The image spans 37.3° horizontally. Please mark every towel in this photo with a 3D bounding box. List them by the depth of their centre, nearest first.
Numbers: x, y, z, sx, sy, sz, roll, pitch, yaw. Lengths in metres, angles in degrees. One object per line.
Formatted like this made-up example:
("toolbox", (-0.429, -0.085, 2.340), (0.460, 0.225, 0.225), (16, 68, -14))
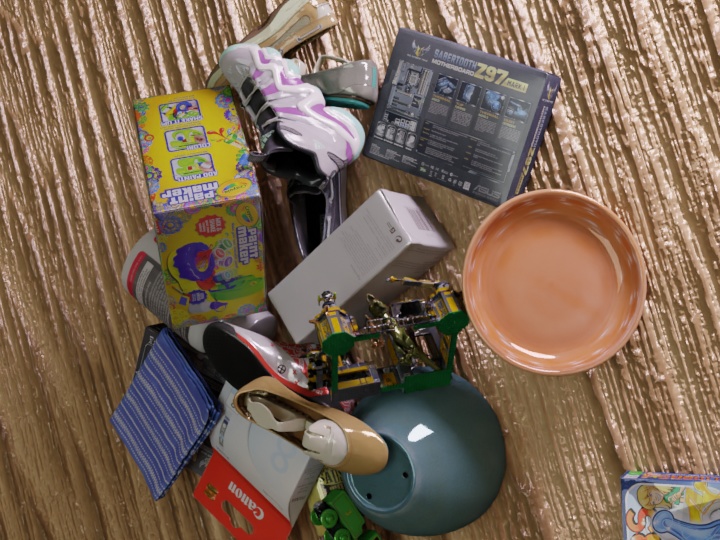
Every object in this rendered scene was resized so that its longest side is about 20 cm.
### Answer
("towel", (-0.260, 0.189, 1.397), (0.145, 0.024, 0.201), (52, 126, 24))

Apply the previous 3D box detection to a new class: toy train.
("toy train", (0.010, 0.351, 1.292), (0.201, 0.056, 0.042), (57, 153, -11))

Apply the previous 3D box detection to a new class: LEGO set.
("LEGO set", (0.023, 0.060, 1.212), (0.198, 0.155, 0.116), (-15, 46, -6))

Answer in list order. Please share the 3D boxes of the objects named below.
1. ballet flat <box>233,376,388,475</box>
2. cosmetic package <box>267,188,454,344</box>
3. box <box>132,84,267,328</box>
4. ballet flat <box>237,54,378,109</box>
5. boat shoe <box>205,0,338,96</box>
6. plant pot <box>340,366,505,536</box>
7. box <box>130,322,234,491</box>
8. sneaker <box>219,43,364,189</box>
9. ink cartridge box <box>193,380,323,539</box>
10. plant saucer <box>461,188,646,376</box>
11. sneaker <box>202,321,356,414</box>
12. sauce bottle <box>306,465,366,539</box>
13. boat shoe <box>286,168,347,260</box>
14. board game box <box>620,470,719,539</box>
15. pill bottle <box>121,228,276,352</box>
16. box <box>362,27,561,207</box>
("ballet flat", (-0.062, 0.180, 1.196), (0.199, 0.063, 0.069), (21, 105, 31))
("cosmetic package", (0.000, 0.000, 1.268), (0.200, 0.113, 0.082), (-40, 69, 23))
("box", (-0.188, -0.075, 1.272), (0.201, 0.121, 0.194), (92, 163, -48))
("ballet flat", (-0.062, -0.228, 1.297), (0.198, 0.067, 0.064), (4, 86, 33))
("boat shoe", (-0.111, -0.267, 1.343), (0.200, 0.072, 0.076), (-38, 91, 27))
("plant pot", (0.053, 0.221, 1.243), (0.198, 0.134, 0.202), (2, 94, 29))
("box", (-0.221, 0.181, 1.441), (0.199, 0.048, 0.160), (23, 105, 26))
("sneaker", (-0.101, -0.168, 1.212), (0.199, 0.140, 0.078), (35, 137, 3))
("ink cartridge box", (-0.137, 0.250, 1.336), (0.160, 0.047, 0.201), (36, 108, 30))
("plant saucer", (0.207, 0.014, 1.158), (0.198, 0.037, 0.202), (0, 83, 0))
("sneaker", (-0.091, 0.115, 1.310), (0.200, 0.108, 0.068), (33, 123, 7))
("sauce bottle", (-0.051, 0.244, 1.342), (0.066, 0.066, 0.202), (-23, 84, 28))
("boat shoe", (-0.061, -0.103, 1.320), (0.071, 0.068, 0.202), (-6, 88, 29))
("board game box", (0.352, 0.320, 1.141), (0.134, 0.034, 0.202), (-3, 92, 29))
("pill bottle", (-0.207, 0.036, 1.388), (0.199, 0.110, 0.111), (36, 109, 22))
("box", (0.113, -0.176, 1.230), (0.199, 0.051, 0.159), (23, 104, 27))
